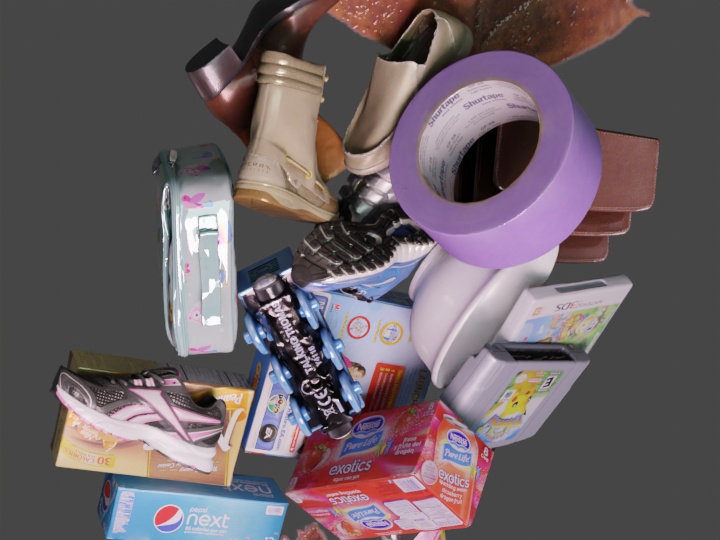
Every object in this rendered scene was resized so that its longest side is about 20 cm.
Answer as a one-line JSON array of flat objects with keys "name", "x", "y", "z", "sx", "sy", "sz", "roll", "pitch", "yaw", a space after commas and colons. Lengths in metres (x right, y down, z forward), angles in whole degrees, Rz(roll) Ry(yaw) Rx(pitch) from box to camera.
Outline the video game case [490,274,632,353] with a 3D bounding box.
[{"name": "video game case", "x": 0.203, "y": 0.093, "z": 1.642, "sx": 0.181, "sy": 0.022, "sz": 0.201, "roll": -7, "pitch": 136, "yaw": -43}]

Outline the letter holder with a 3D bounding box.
[{"name": "letter holder", "x": 0.212, "y": -0.083, "z": 1.588, "sx": 0.198, "sy": 0.100, "sz": 0.144, "roll": 6, "pitch": 87, "yaw": -21}]

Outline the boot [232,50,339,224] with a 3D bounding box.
[{"name": "boot", "x": -0.062, "y": -0.130, "z": 1.450, "sx": 0.072, "sy": 0.200, "sz": 0.157, "roll": 7, "pitch": 87, "yaw": 22}]

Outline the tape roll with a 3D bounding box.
[{"name": "tape roll", "x": 0.133, "y": -0.110, "z": 1.439, "sx": 0.200, "sy": 0.200, "sz": 0.085, "roll": -48, "pitch": 141, "yaw": 2}]

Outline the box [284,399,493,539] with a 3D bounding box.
[{"name": "box", "x": 0.029, "y": 0.214, "z": 1.534, "sx": 0.100, "sy": 0.199, "sz": 0.096, "roll": 44, "pitch": 51, "yaw": -27}]

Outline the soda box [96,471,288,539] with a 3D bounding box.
[{"name": "soda box", "x": -0.187, "y": 0.263, "z": 1.615, "sx": 0.198, "sy": 0.068, "sz": 0.065, "roll": 10, "pitch": 105, "yaw": -23}]

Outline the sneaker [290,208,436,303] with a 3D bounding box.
[{"name": "sneaker", "x": 0.000, "y": 0.000, "z": 1.483, "sx": 0.199, "sy": 0.078, "sz": 0.090, "roll": -13, "pitch": 138, "yaw": -50}]

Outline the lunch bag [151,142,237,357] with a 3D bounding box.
[{"name": "lunch bag", "x": -0.166, "y": -0.023, "z": 1.462, "sx": 0.076, "sy": 0.161, "sz": 0.202, "roll": -4, "pitch": 112, "yaw": -8}]

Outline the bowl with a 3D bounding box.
[{"name": "bowl", "x": 0.114, "y": 0.020, "z": 1.541, "sx": 0.201, "sy": 0.090, "sz": 0.202, "roll": -44, "pitch": 161, "yaw": -19}]

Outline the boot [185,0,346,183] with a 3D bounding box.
[{"name": "boot", "x": -0.056, "y": -0.182, "z": 1.500, "sx": 0.188, "sy": 0.068, "sz": 0.201, "roll": -42, "pitch": 121, "yaw": -9}]

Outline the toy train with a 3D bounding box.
[{"name": "toy train", "x": -0.061, "y": 0.079, "z": 1.503, "sx": 0.086, "sy": 0.114, "sz": 0.201, "roll": -25, "pitch": 115, "yaw": 3}]

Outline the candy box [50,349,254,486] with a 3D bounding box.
[{"name": "candy box", "x": -0.225, "y": 0.161, "z": 1.570, "sx": 0.198, "sy": 0.055, "sz": 0.117, "roll": 10, "pitch": 105, "yaw": -23}]

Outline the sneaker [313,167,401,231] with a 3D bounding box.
[{"name": "sneaker", "x": 0.045, "y": -0.082, "z": 1.577, "sx": 0.115, "sy": 0.075, "sz": 0.200, "roll": 32, "pitch": 102, "yaw": -35}]

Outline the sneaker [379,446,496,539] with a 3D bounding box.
[{"name": "sneaker", "x": 0.086, "y": 0.239, "z": 1.643, "sx": 0.201, "sy": 0.079, "sz": 0.076, "roll": -55, "pitch": 140, "yaw": -37}]

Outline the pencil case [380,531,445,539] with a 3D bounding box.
[{"name": "pencil case", "x": 0.067, "y": 0.359, "z": 1.732, "sx": 0.087, "sy": 0.087, "sz": 0.202, "roll": -15, "pitch": 116, "yaw": -14}]

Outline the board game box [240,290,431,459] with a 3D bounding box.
[{"name": "board game box", "x": -0.021, "y": 0.115, "z": 1.626, "sx": 0.194, "sy": 0.056, "sz": 0.202, "roll": 11, "pitch": 105, "yaw": -23}]

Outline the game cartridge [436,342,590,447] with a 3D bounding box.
[{"name": "game cartridge", "x": 0.161, "y": 0.139, "z": 1.600, "sx": 0.199, "sy": 0.041, "sz": 0.134, "roll": 4, "pitch": 131, "yaw": -50}]

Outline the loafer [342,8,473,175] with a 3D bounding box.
[{"name": "loafer", "x": 0.038, "y": -0.192, "z": 1.513, "sx": 0.068, "sy": 0.075, "sz": 0.201, "roll": 42, "pitch": 77, "yaw": -42}]

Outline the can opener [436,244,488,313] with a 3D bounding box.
[{"name": "can opener", "x": 0.118, "y": 0.050, "z": 1.652, "sx": 0.066, "sy": 0.053, "sz": 0.202, "roll": -27, "pitch": 115, "yaw": -12}]

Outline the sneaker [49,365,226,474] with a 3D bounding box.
[{"name": "sneaker", "x": -0.226, "y": 0.133, "z": 1.499, "sx": 0.199, "sy": 0.080, "sz": 0.087, "roll": 28, "pitch": 84, "yaw": -32}]
